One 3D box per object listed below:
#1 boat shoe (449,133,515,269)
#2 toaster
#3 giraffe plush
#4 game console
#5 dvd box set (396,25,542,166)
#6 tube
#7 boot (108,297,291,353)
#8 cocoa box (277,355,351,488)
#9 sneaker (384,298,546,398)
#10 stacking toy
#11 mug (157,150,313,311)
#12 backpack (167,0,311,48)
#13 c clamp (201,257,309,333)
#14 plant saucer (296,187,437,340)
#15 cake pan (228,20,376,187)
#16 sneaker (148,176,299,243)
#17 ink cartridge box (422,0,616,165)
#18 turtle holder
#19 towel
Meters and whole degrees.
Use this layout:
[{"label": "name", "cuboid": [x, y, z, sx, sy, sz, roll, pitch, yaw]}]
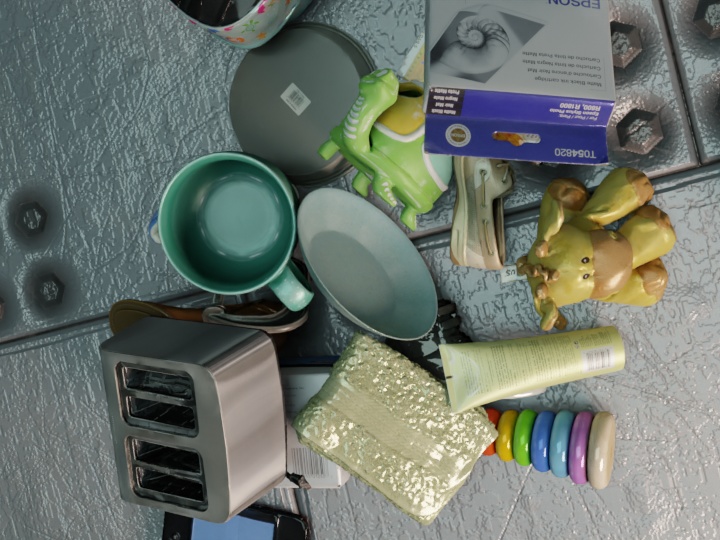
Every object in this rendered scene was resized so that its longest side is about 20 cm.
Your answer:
[{"label": "boat shoe", "cuboid": [0.141, -0.100, 1.084, 0.065, 0.072, 0.201, 9, 104, 23]}, {"label": "toaster", "cuboid": [-0.170, 0.154, 1.028, 0.199, 0.119, 0.182, 5, 109, 28]}, {"label": "giraffe plush", "cuboid": [0.231, -0.017, 1.036, 0.199, 0.162, 0.173, -26, 87, 16]}, {"label": "game console", "cuboid": [-0.180, 0.383, 1.215, 0.199, 0.119, 0.173, 9, 97, 16]}, {"label": "dvd box set", "cuboid": [0.160, -0.233, 1.111, 0.200, 0.029, 0.147, 36, 103, 11]}, {"label": "tube", "cuboid": [0.189, 0.101, 1.079, 0.199, 0.058, 0.052, -10, 125, -8]}, {"label": "boot", "cuboid": [-0.183, 0.066, 1.172, 0.199, 0.155, 0.074, 19, 111, 11]}, {"label": "cocoa box", "cuboid": [-0.101, 0.177, 1.168, 0.199, 0.131, 0.134, -4, 93, 17]}, {"label": "sneaker", "cuboid": [0.119, 0.087, 1.127, 0.199, 0.071, 0.100, 9, 95, 15]}, {"label": "stacking toy", "cuboid": [0.184, 0.192, 1.114, 0.199, 0.085, 0.086, 4, 95, 21]}, {"label": "mug", "cuboid": [-0.139, -0.041, 1.097, 0.151, 0.114, 0.186, -9, 98, 2]}, {"label": "backpack", "cuboid": [-0.130, -0.362, 1.125, 0.177, 0.151, 0.200, 39, 95, 19]}, {"label": "c clamp", "cuboid": [-0.142, 0.020, 1.151, 0.170, 0.200, 0.027, 1, 118, -10]}, {"label": "plant saucer", "cuboid": [0.000, 0.000, 1.078, 0.039, 0.201, 0.201, -42, 82, 32]}, {"label": "cake pan", "cuboid": [-0.073, -0.202, 1.181, 0.199, 0.037, 0.201, 1, 94, 17]}, {"label": "sneaker", "cuboid": [-0.166, -0.067, 1.189, 0.199, 0.077, 0.076, -13, 114, 22]}, {"label": "ink cartridge box", "cuboid": [0.165, -0.211, 1.024, 0.199, 0.041, 0.201, 3, 67, -3]}, {"label": "turtle holder", "cuboid": [0.034, -0.149, 1.085, 0.185, 0.141, 0.132, 40, 88, -32]}, {"label": "towel", "cuboid": [0.040, 0.172, 1.071, 0.200, 0.036, 0.149, 36, 86, -9]}]
